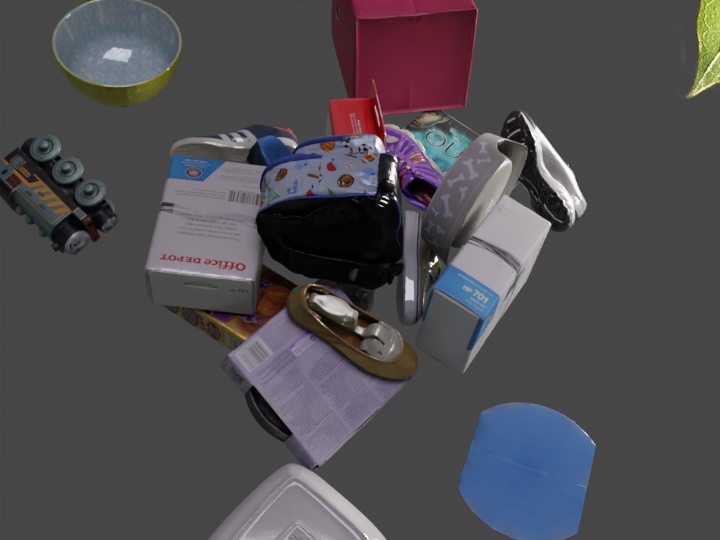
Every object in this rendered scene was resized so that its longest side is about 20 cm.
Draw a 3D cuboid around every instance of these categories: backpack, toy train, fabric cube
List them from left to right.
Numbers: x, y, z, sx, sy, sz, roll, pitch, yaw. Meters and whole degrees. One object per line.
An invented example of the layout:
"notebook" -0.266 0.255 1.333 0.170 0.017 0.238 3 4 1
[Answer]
"toy train" -0.442 -0.108 1.424 0.200 0.085 0.114 42 72 18
"backpack" -0.041 -0.085 1.283 0.188 0.201 0.156 -6 54 0
"fabric cube" 0.065 -0.393 1.599 0.197 0.197 0.201 -6 50 -8

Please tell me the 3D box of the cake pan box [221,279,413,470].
"cake pan box" -0.057 0.134 1.290 0.184 0.052 0.200 47 60 4

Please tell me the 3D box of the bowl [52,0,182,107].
"bowl" -0.380 -0.326 1.561 0.197 0.108 0.202 3 56 -5

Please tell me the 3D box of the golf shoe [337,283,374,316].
"golf shoe" 0.000 0.000 1.409 0.078 0.097 0.203 -12 75 32

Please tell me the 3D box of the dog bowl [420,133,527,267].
"dog bowl" 0.156 -0.103 1.385 0.058 0.201 0.200 35 58 15

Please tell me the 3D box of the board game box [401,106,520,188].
"board game box" 0.152 -0.173 1.576 0.199 0.028 0.135 36 59 16

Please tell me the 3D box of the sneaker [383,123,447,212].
"sneaker" 0.072 -0.154 1.503 0.200 0.081 0.083 40 23 19

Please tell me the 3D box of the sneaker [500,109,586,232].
"sneaker" 0.286 -0.160 1.541 0.079 0.074 0.202 -27 89 -39

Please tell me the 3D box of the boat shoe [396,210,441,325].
"boat shoe" 0.088 -0.007 1.427 0.061 0.072 0.202 7 53 -4

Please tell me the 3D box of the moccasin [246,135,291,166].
"moccasin" -0.103 -0.102 1.462 0.080 0.068 0.202 -20 83 -41

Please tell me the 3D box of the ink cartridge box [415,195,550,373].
"ink cartridge box" 0.168 0.018 1.363 0.085 0.147 0.200 32 57 15

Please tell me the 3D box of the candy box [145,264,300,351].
"candy box" -0.186 0.034 1.371 0.199 0.057 0.117 29 57 14

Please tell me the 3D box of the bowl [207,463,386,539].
"bowl" -0.075 0.338 1.165 0.199 0.075 0.200 38 60 16

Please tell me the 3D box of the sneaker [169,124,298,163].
"sneaker" -0.193 -0.188 1.522 0.197 0.076 0.085 0 36 -3

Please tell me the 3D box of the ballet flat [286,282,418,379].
"ballet flat" -0.004 0.079 1.270 0.198 0.063 0.069 28 61 -10

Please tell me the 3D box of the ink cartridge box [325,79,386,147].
"ink cartridge box" -0.012 -0.169 1.445 0.066 0.201 0.117 -4 55 -11

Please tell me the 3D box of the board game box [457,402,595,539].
"board game box" 0.213 0.266 1.277 0.156 0.039 0.201 17 50 10

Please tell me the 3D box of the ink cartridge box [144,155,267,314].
"ink cartridge box" -0.201 -0.050 1.341 0.144 0.086 0.202 7 55 -2
